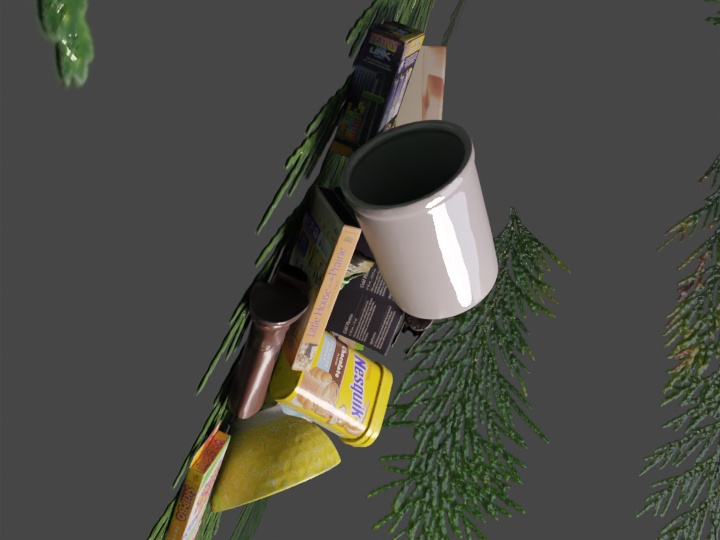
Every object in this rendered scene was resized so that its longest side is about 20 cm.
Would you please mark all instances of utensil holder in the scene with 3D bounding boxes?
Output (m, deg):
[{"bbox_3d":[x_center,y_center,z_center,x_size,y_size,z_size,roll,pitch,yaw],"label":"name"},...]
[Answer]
[{"bbox_3d":[0.084,-0.063,0.905,0.171,0.167,0.202,-65,145,-37],"label":"utensil holder"}]

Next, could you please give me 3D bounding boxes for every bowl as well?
[{"bbox_3d":[-0.137,0.259,1.010,0.200,0.197,0.109,93,-23,-81],"label":"bowl"}]

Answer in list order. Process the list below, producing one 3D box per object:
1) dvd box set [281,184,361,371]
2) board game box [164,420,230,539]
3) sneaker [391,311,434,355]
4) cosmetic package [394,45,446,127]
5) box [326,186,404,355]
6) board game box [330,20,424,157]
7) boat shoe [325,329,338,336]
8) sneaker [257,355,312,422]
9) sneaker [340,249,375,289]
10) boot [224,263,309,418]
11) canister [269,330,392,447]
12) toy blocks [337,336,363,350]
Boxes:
[{"bbox_3d":[-0.062,0.007,0.908,0.203,0.029,0.147,-69,-156,18],"label":"dvd box set"},{"bbox_3d":[-0.215,0.298,0.890,0.096,0.030,0.203,-60,169,-72],"label":"board game box"},{"bbox_3d":[0.110,0.038,1.121,0.202,0.059,0.104,-63,175,-8],"label":"sneaker"},{"bbox_3d":[0.107,-0.300,1.268,0.103,0.086,0.204,-61,155,-77],"label":"cosmetic package"},{"bbox_3d":[0.000,0.000,1.121,0.104,0.180,0.202,-63,175,-60],"label":"box"},{"bbox_3d":[0.027,-0.256,0.978,0.200,0.056,0.168,-61,170,-66],"label":"board game box"},{"bbox_3d":[-0.067,0.034,1.270,0.070,0.065,0.203,76,9,-54],"label":"boat shoe"},{"bbox_3d":[-0.150,0.220,1.182,0.199,0.078,0.133,-25,115,-59],"label":"sneaker"},{"bbox_3d":[-0.042,0.013,0.976,0.200,0.076,0.090,-19,-130,67],"label":"sneaker"},{"bbox_3d":[-0.124,0.107,0.835,0.187,0.063,0.202,-63,177,-75],"label":"boot"},{"bbox_3d":[-0.048,0.193,1.181,0.086,0.199,0.151,-11,-128,45],"label":"canister"},{"bbox_3d":[-0.072,0.133,1.451,0.135,0.099,0.203,-13,-118,43],"label":"toy blocks"}]
